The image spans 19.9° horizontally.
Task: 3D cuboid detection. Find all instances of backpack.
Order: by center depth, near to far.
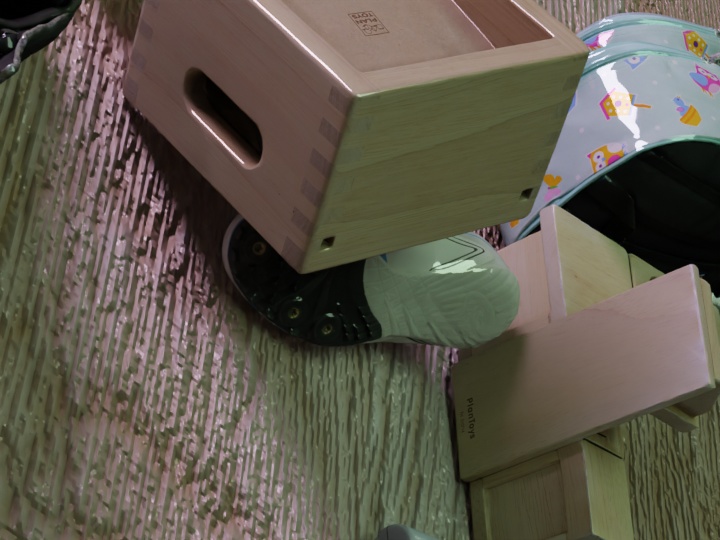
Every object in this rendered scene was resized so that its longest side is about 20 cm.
[{"bbox_3d":[0.170,-0.068,1.274,0.199,0.175,0.154,3,58,-47],"label":"backpack"}]

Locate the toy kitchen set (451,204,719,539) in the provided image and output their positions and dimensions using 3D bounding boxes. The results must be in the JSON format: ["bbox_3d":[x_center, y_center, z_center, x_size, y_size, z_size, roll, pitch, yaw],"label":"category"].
[{"bbox_3d":[0.171,0.077,1.164,0.180,0.162,0.202,28,49,-42],"label":"toy kitchen set"}]

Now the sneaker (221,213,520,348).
[{"bbox_3d":[0.000,0.000,1.086,0.199,0.072,0.072,12,16,-43],"label":"sneaker"}]

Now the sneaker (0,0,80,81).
[{"bbox_3d":[-0.153,-0.117,0.877,0.060,0.104,0.200,52,33,-16],"label":"sneaker"}]

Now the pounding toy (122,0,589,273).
[{"bbox_3d":[-0.012,-0.096,1.034,0.183,0.143,0.200,-14,45,-39],"label":"pounding toy"}]

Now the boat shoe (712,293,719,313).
[{"bbox_3d":[0.210,-0.040,1.416,0.060,0.071,0.203,31,36,-39],"label":"boat shoe"}]

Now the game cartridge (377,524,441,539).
[{"bbox_3d":[0.064,0.236,1.023,0.133,0.040,0.202,31,44,-47],"label":"game cartridge"}]
